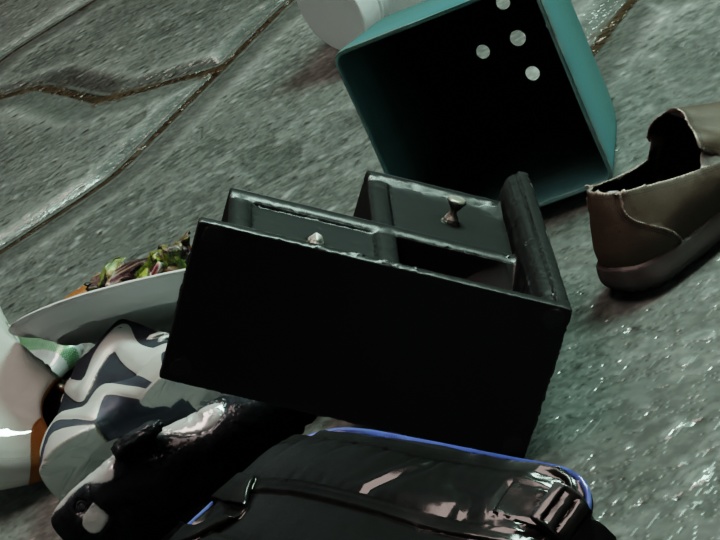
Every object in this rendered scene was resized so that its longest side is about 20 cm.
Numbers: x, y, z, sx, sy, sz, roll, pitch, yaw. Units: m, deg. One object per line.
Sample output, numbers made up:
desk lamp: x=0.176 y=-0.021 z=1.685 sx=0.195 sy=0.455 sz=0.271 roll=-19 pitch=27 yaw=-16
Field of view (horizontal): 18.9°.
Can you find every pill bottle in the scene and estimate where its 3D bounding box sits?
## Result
pill bottle: x=0.038 y=-0.277 z=1.879 sx=0.200 sy=0.109 sz=0.108 roll=-40 pitch=25 yaw=-31

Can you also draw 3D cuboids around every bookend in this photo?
bookend: x=0.000 y=0.000 z=1.189 sx=0.197 sy=0.093 sz=0.200 roll=13 pitch=22 yaw=-7

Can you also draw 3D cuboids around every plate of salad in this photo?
plate of salad: x=-0.136 y=0.010 z=1.427 sx=0.198 sy=0.048 sz=0.200 roll=-13 pitch=-8 yaw=-2

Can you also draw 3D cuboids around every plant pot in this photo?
plant pot: x=0.093 y=-0.133 z=1.461 sx=0.140 sy=0.142 sz=0.200 roll=-19 pitch=16 yaw=20

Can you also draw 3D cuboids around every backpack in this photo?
backpack: x=0.002 y=0.164 z=0.884 sx=0.183 sy=0.148 sz=0.199 roll=-38 pitch=29 yaw=-26

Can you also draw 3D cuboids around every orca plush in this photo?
orca plush: x=-0.074 y=0.120 z=1.228 sx=0.199 sy=0.071 sz=0.105 roll=-23 pitch=-25 yaw=-15

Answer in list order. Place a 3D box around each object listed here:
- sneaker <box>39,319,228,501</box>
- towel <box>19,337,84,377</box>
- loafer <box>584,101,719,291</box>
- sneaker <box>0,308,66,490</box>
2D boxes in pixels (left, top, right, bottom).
sneaker: x=-0.109 y=0.060 z=1.341 sx=0.198 sy=0.080 sz=0.130 roll=-34 pitch=29 yaw=11
towel: x=-0.305 y=0.107 z=1.537 sx=0.149 sy=0.031 sz=0.200 roll=-1 pitch=34 yaw=50
loafer: x=0.208 y=-0.068 z=1.260 sx=0.200 sy=0.071 sz=0.073 roll=-39 pitch=24 yaw=-26
sneaker: x=-0.230 y=0.084 z=1.449 sx=0.084 sy=0.073 sz=0.200 roll=-1 pitch=32 yaw=-12
